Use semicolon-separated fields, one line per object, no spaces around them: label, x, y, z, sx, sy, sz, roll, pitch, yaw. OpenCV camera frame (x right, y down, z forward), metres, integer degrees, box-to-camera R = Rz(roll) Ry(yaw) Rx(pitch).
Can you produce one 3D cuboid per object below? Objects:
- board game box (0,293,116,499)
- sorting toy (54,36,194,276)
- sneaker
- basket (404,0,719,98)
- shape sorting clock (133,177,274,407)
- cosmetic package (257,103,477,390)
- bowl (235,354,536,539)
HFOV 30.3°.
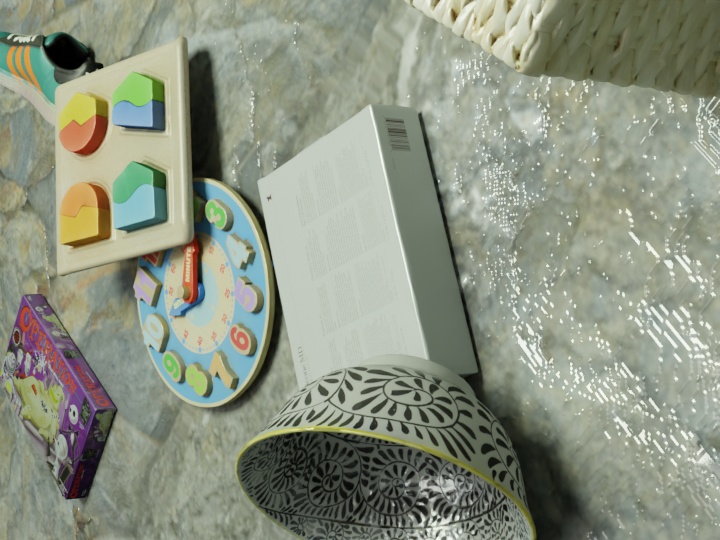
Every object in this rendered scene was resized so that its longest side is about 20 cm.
board game box;-0.324;0.130;1.402;0.200;0.032;0.121;46;120;40
sorting toy;-0.223;-0.101;1.206;0.199;0.036;0.187;-14;75;41
sneaker;-0.319;-0.214;1.363;0.200;0.071;0.080;36;117;36
basket;0.127;-0.211;0.710;0.161;0.197;0.201;46;123;38
shape sorting clock;-0.142;0.020;1.166;0.199;0.039;0.202;1;91;51
cosmetic package;0.000;0.000;0.981;0.150;0.051;0.201;-26;71;46
bowl;0.025;0.118;0.882;0.200;0.200;0.095;-29;35;47
